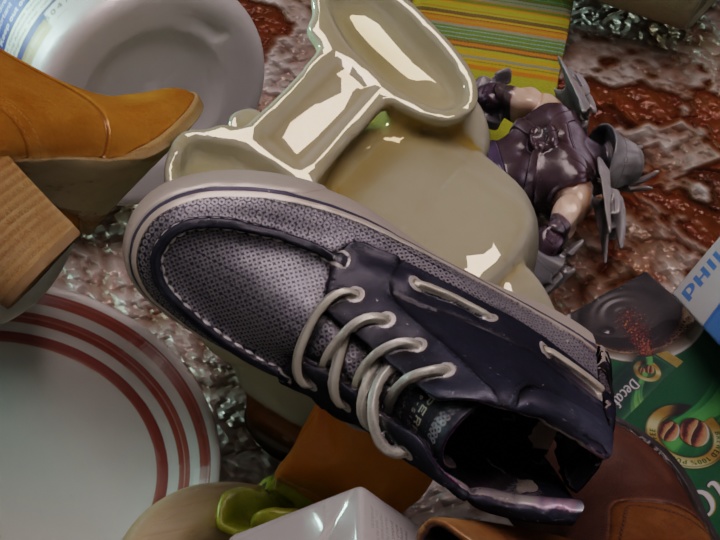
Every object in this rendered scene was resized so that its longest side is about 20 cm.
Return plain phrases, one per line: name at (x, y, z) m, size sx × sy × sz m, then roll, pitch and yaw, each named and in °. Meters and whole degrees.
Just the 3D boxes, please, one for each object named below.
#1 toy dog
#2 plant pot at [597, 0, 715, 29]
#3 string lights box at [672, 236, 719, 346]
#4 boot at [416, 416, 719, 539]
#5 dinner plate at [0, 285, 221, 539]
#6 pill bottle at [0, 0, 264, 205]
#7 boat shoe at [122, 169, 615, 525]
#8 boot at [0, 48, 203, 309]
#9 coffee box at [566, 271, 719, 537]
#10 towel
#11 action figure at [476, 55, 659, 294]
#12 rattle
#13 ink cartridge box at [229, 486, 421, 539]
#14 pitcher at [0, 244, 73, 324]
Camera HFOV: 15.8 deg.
toy dog at (0.000, 0.000, 1.108) m, size 0.193 × 0.200 × 0.140 m, roll 30°, pitch 62°, yaw 2°
plant pot at (0.123, -0.226, 1.377) m, size 0.200 × 0.188 × 0.187 m, roll 39°, pitch 51°, yaw 8°
string lights box at (0.226, 0.057, 1.120) m, size 0.103 × 0.059 × 0.200 m, roll 32°, pitch 12°, yaw -33°
boot at (0.074, 0.113, 1.010) m, size 0.189 × 0.069 × 0.200 m, roll 52°, pitch 22°, yaw 25°
dinner plate at (-0.160, 0.083, 1.125) m, size 0.199 × 0.024 × 0.201 m, roll 4°, pitch 46°, yaw -5°
pill bottle at (-0.139, -0.130, 1.256) m, size 0.119 × 0.120 × 0.200 m, roll -15°, pitch 39°, yaw -23°
boat shoe at (0.007, 0.028, 0.954) m, size 0.199 × 0.075 × 0.093 m, roll 19°, pitch 20°, yaw -10°
boot at (-0.149, -0.075, 1.034) m, size 0.144 × 0.071 × 0.201 m, roll 45°, pitch 27°, yaw -3°
coffee box at (0.150, 0.095, 1.152) m, size 0.123 × 0.044 × 0.200 m, roll -26°, pitch 56°, yaw -31°
towel at (0.055, -0.080, 1.324) m, size 0.085 × 0.018 × 0.201 m, roll 9°, pitch 47°, yaw 6°
action figure at (0.047, -0.044, 1.236) m, size 0.199 × 0.070 × 0.130 m, roll -3°, pitch 40°, yaw -12°
rattle at (-0.050, 0.140, 1.010) m, size 0.200 × 0.143 × 0.131 m, roll -27°, pitch 88°, yaw -41°
ink cartridge box at (0.035, 0.181, 0.987) m, size 0.068 × 0.200 × 0.117 m, roll -25°, pitch 47°, yaw 29°
pitcher at (-0.224, -0.069, 1.135) m, size 0.121 × 0.172 × 0.200 m, roll -46°, pitch 52°, yaw -14°
